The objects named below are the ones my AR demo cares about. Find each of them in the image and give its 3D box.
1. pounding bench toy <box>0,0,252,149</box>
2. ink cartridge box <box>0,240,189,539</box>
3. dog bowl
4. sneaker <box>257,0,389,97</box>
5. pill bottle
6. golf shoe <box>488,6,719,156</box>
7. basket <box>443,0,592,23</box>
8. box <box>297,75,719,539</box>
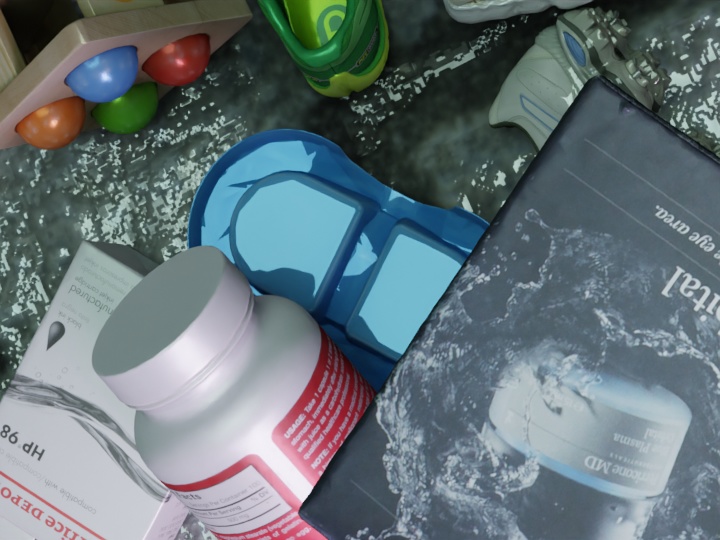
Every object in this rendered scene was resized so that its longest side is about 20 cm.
[{"bbox_3d":[-0.182,-0.140,0.824,0.199,0.124,0.158,-31,83,42],"label":"pounding bench toy"},{"bbox_3d":[-0.147,0.099,0.842,0.115,0.067,0.202,29,94,10],"label":"ink cartridge box"},{"bbox_3d":[0.000,0.000,0.820,0.198,0.050,0.113,27,92,11],"label":"dog bowl"},{"bbox_3d":[-0.035,-0.198,0.815,0.073,0.084,0.202,-22,84,11],"label":"sneaker"},{"bbox_3d":[-0.043,0.088,0.753,0.112,0.113,0.201,-34,117,9],"label":"pill bottle"},{"bbox_3d":[0.149,-0.041,0.790,0.097,0.078,0.201,-41,75,26],"label":"golf shoe"},{"bbox_3d":[0.113,-0.256,0.726,0.195,0.161,0.203,-10,74,11],"label":"basket"},{"bbox_3d":[0.117,0.068,0.564,0.196,0.117,0.201,36,98,13],"label":"box"}]
